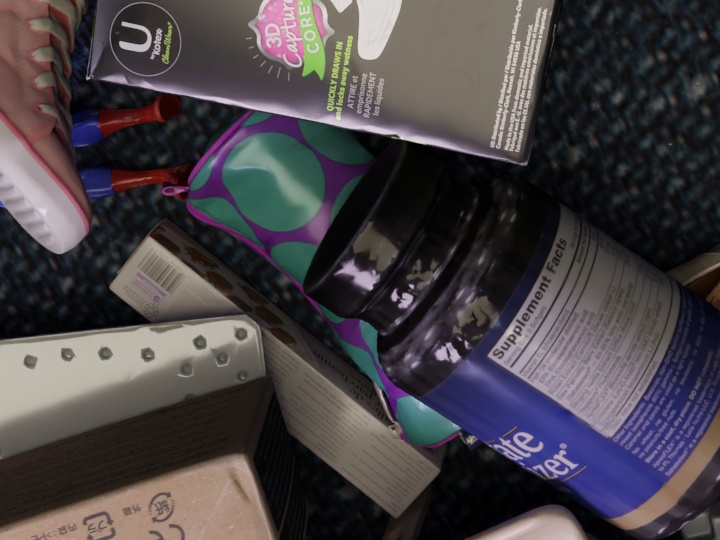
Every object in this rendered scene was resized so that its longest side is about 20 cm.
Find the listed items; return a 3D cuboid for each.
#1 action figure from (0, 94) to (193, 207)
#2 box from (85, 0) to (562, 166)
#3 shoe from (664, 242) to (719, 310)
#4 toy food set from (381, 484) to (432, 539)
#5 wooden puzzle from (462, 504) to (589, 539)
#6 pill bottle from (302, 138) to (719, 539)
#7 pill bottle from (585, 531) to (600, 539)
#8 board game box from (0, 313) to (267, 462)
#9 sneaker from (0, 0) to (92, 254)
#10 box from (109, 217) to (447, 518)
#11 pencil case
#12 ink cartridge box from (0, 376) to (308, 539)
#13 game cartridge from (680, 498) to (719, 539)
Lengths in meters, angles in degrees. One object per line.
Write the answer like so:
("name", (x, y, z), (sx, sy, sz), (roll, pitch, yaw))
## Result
("action figure", (-0.196, -0.045, 0.845), (0.199, 0.099, 0.066), (-8, 105, 14))
("box", (-0.005, -0.140, 0.755), (0.199, 0.149, 0.125), (12, 109, 5))
("shoe", (0.184, 0.022, 0.827), (0.199, 0.053, 0.070), (-26, 102, 15))
("toy food set", (0.056, 0.227, 0.863), (0.060, 0.144, 0.201), (-18, 103, 16))
("wooden puzzle", (0.056, 0.226, 0.767), (0.185, 0.037, 0.200), (-26, 102, 16))
("pill bottle", (0.079, 0.027, 0.750), (0.200, 0.112, 0.112), (33, 109, -9))
("pill bottle", (0.172, 0.222, 0.824), (0.200, 0.114, 0.114), (31, 109, 1))
("board game box", (-0.139, 0.129, 0.855), (0.199, 0.026, 0.201), (-6, 98, 1))
("sneaker", (-0.162, -0.106, 0.794), (0.104, 0.075, 0.200), (-33, 65, -14))
("box", (-0.043, 0.052, 0.879), (0.200, 0.039, 0.041), (38, 109, -4))
("pencil case", (0.000, 0.000, 0.832), (0.092, 0.085, 0.200), (-42, 97, 2))
("ink cartridge box", (-0.128, 0.126, 0.758), (0.199, 0.165, 0.075), (-19, 96, 4))
("game cartridge", (0.258, 0.204, 0.883), (0.133, 0.040, 0.201), (-13, 105, 16))
